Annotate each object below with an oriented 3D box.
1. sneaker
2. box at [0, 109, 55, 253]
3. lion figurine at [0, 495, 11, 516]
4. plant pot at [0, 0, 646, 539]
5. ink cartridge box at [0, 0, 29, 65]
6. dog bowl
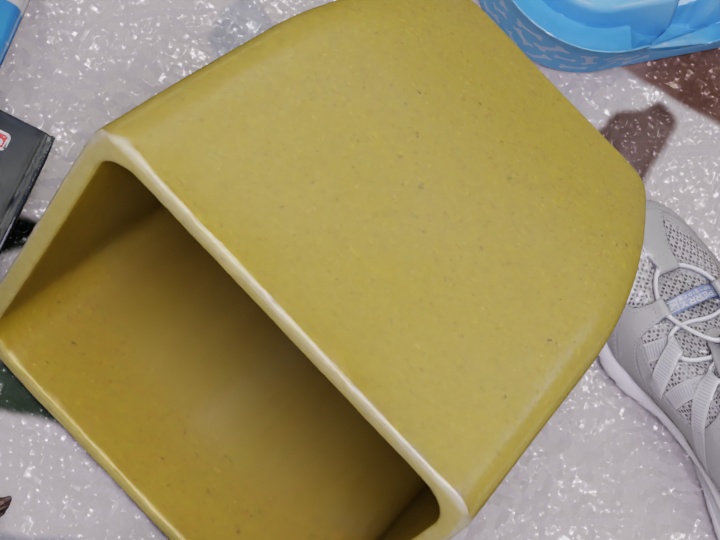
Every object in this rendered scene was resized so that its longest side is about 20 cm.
[{"bbox_3d":[0.169,0.049,1.108,0.075,0.082,0.200,-28,81,-24],"label":"sneaker"},{"bbox_3d":[-0.248,-0.027,1.024,0.200,0.046,0.159,27,65,-6],"label":"box"},{"bbox_3d":[-0.229,0.140,0.967,0.122,0.073,0.200,24,51,6],"label":"lion figurine"},{"bbox_3d":[0.000,0.000,1.019,0.194,0.196,0.200,46,58,2],"label":"plant pot"},{"bbox_3d":[-0.203,-0.130,1.008,0.146,0.084,0.200,23,34,-9],"label":"ink cartridge box"},{"bbox_3d":[0.143,-0.152,1.191,0.200,0.050,0.112,-12,75,-21],"label":"dog bowl"}]
